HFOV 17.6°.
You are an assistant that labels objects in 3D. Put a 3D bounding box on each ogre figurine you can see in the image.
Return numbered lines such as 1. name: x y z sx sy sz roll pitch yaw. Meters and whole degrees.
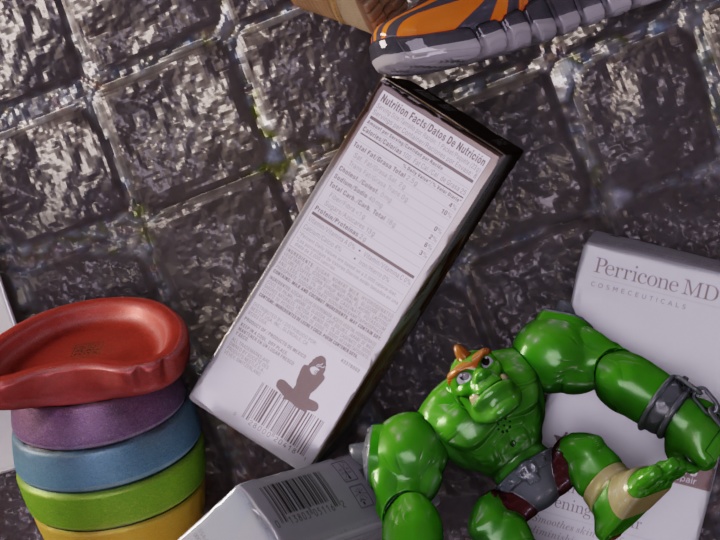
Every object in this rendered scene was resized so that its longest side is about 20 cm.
1. ogre figurine: 0.080 0.098 1.191 0.200 0.098 0.120 -41 68 8

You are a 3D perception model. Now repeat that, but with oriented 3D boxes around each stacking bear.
1. stacking bear: -0.134 0.127 1.285 0.121 0.114 0.201 -7 110 7

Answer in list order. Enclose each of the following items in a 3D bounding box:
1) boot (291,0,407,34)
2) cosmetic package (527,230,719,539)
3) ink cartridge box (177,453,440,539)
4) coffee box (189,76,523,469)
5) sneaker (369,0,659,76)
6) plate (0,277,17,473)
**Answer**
1. boot: -0.055 -0.215 1.192 0.072 0.200 0.166 -43 61 -16
2. cosmetic package: 0.148 0.088 1.264 0.101 0.074 0.201 13 97 8
3. ink cartridge box: -0.071 0.172 1.240 0.200 0.160 0.047 -41 74 28
4. coffee box: 0.000 0.000 1.258 0.080 0.114 0.200 32 97 5
5. sneaker: 0.080 -0.174 1.223 0.199 0.078 0.112 -21 96 -27
6. plate: -0.291 0.039 1.346 0.199 0.032 0.200 -18 91 9
